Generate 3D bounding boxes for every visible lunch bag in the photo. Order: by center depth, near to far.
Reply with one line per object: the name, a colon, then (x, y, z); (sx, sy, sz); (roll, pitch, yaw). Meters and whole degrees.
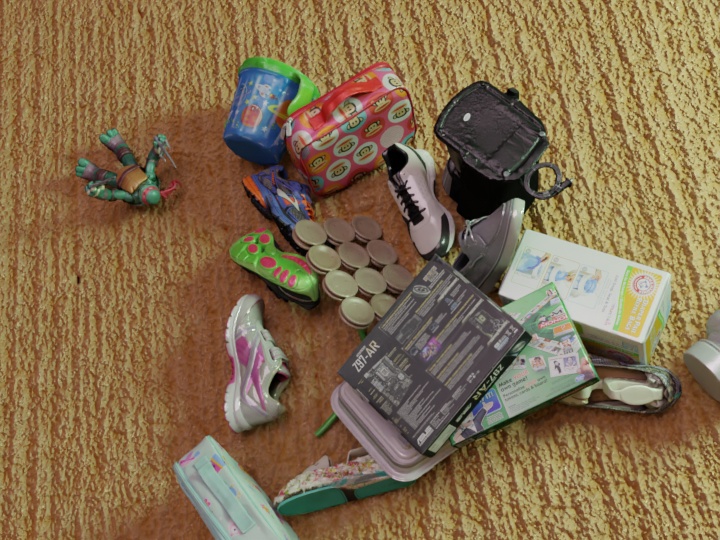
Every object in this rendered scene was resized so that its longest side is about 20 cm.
lunch bag: (-0.159, 0.312, 1.362); (0.077, 0.161, 0.200); (-41, 61, -7)
lunch bag: (-0.016, -0.213, 1.571); (0.199, 0.176, 0.082); (-32, 63, -5)

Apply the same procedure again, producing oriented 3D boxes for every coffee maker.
coffee maker: (0.189, -0.130, 1.454); (0.134, 0.200, 0.193); (-25, 69, -2)

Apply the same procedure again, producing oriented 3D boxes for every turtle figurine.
turtle figurine: (-0.371, -0.151, 1.693); (0.149, 0.101, 0.199); (-38, 43, -21)

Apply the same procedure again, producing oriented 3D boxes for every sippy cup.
sippy cup: (-0.147, -0.239, 1.648); (0.139, 0.178, 0.131); (22, 73, 2)

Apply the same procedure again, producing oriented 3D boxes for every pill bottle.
pill bottle: (0.503, 0.072, 1.316); (0.200, 0.111, 0.111); (-39, 60, -4)

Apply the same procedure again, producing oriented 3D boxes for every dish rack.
dish rack: (0.078, 0.164, 1.399); (0.199, 0.044, 0.172); (-30, 57, -24)

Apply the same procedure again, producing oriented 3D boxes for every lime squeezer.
lime squeezer: (-0.010, 0.138, 1.477); (0.070, 0.038, 0.202); (7, 68, 20)

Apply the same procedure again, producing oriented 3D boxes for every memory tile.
memory tile: (0.000, 0.000, 1.504); (0.152, 0.017, 0.201); (-7, 52, -35)

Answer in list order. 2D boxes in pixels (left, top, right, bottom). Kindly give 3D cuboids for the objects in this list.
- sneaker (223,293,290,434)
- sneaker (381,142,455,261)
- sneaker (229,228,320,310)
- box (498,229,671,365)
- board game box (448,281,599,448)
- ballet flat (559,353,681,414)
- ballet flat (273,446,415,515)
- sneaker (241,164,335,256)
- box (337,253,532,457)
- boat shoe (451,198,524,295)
sneaker: (-0.140, 0.129, 1.500); (0.087, 0.081, 0.202); (-6, 71, 12)
sneaker: (0.076, -0.099, 1.536); (0.074, 0.080, 0.201); (-37, 53, 29)
sneaker: (-0.127, 0.003, 1.557); (0.076, 0.084, 0.200); (-34, 41, -18)
box: (0.297, 0.039, 1.391); (0.199, 0.113, 0.102); (19, 73, 25)
board game box: (0.181, 0.119, 1.328); (0.199, 0.029, 0.136); (-27, 65, 13)
ballet flat: (0.307, 0.146, 1.353); (0.198, 0.072, 0.073); (3, 65, 17)
ballet flat: (-0.020, 0.271, 1.399); (0.198, 0.076, 0.064); (-13, 51, -1)
sneaker: (-0.100, -0.095, 1.600); (0.078, 0.075, 0.200); (-39, 62, -9)
box: (0.091, 0.106, 1.329); (0.160, 0.044, 0.200); (40, 92, 28)
boat shoe: (0.163, -0.032, 1.413); (0.071, 0.201, 0.071); (16, 58, -2)
